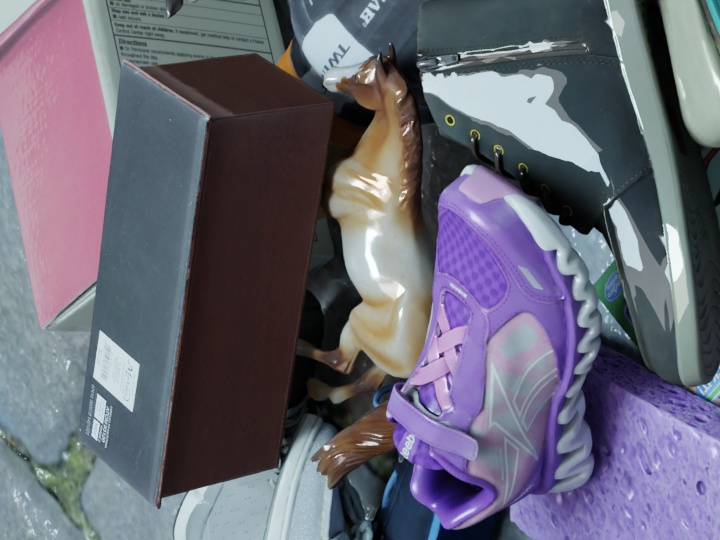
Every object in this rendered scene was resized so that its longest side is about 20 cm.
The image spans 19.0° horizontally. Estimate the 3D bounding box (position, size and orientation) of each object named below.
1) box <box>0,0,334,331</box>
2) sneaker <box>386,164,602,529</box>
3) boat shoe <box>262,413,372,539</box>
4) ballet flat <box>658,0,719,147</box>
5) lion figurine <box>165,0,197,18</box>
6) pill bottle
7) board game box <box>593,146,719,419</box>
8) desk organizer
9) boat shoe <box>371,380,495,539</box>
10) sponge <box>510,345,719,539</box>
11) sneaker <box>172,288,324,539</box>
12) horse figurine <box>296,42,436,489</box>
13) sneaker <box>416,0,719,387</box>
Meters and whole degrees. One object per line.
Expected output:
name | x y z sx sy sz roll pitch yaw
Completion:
box | -0.112 -0.078 1.148 0.109 0.127 0.202 -35 61 45
sneaker | 0.052 0.045 0.950 0.080 0.088 0.201 44 155 38
boat shoe | -0.017 0.171 1.119 0.064 0.074 0.204 4 107 6
ballet flat | 0.146 -0.146 0.939 0.069 0.069 0.202 -29 62 44
lion figurine | -0.062 -0.231 1.077 0.123 0.200 0.072 50 158 -13
pill bottle | 0.035 -0.143 1.029 0.107 0.106 0.200 56 131 21
board game box | 0.200 -0.009 0.945 0.135 0.029 0.201 54 130 24
desk organizer | -0.074 0.003 1.024 0.072 0.077 0.202 33 123 42
boat shoe | 0.036 0.088 1.090 0.069 0.084 0.201 38 120 32
sponge | 0.145 0.110 0.994 0.199 0.030 0.113 31 129 45
sneaker | -0.029 0.112 1.176 0.115 0.075 0.201 40 133 26
horse figurine | 0.000 0.000 1.032 0.132 0.050 0.202 -9 94 44
sneaker | 0.094 -0.039 0.950 0.105 0.075 0.202 -15 80 20
